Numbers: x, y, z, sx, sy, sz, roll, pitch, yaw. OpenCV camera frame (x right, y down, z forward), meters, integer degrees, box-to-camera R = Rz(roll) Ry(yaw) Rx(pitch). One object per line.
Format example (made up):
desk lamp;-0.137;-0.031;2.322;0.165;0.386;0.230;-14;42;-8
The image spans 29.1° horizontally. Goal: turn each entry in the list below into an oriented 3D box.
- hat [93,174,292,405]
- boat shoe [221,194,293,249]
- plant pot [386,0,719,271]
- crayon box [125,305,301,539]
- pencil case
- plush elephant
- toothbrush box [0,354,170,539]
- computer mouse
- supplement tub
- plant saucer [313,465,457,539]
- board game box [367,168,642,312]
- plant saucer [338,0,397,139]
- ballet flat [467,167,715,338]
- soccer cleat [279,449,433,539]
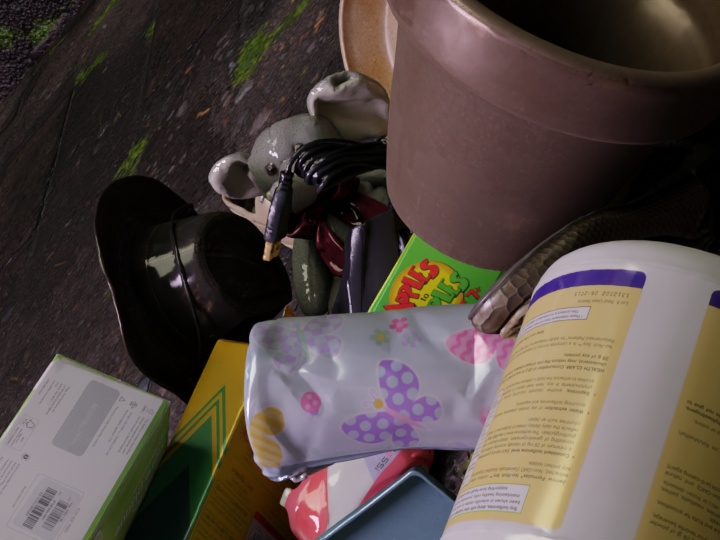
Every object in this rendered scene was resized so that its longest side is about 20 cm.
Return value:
hat;-0.101;0.009;0.993;0.081;0.201;0.201;-23;35;20
boat shoe;-0.068;-0.063;1.265;0.072;0.065;0.200;-60;25;-13
plant pot;0.090;-0.097;0.766;0.201;0.199;0.175;-85;14;-49
crayon box;-0.075;0.138;0.940;0.051;0.127;0.201;5;57;32
pencil case;0.033;0.065;0.776;0.199;0.083;0.091;-6;56;6
plush elephant;-0.022;-0.056;1.060;0.165;0.155;0.200;-45;26;21
toothbrush box;-0.194;0.177;0.903;0.201;0.086;0.146;105;-170;-50
computer mouse;0.000;0.000;0.919;0.046;0.140;0.201;53;139;45
supplement tub;0.117;0.104;0.613;0.145;0.145;0.201;-15;45;55
plant saucer;-0.010;0.185;0.834;0.200;0.070;0.019;-40;20;29
board game box;0.095;-0.023;0.875;0.101;0.048;0.201;24;76;25
plant saucer;0.066;-0.183;1.089;0.035;0.201;0.200;-20;-4;-44
ballet flat;0.132;-0.005;0.743;0.199;0.046;0.067;-25;-15;-43
soccer cleat;0.029;0.102;0.898;0.076;0.067;0.200;26;69;29
